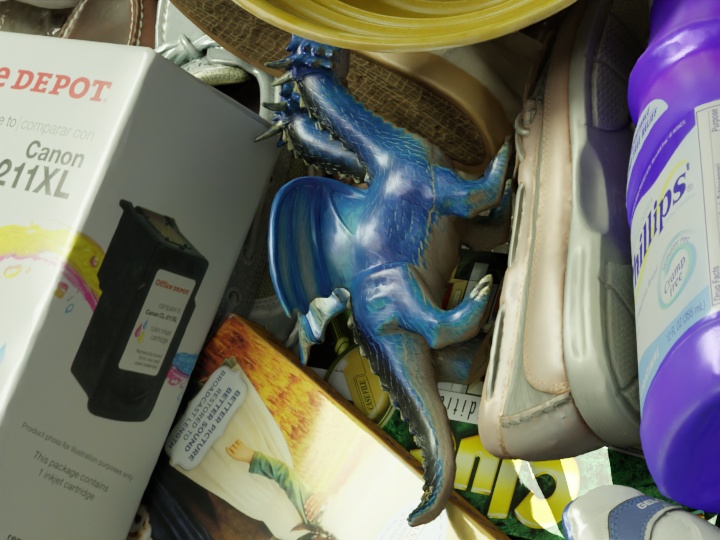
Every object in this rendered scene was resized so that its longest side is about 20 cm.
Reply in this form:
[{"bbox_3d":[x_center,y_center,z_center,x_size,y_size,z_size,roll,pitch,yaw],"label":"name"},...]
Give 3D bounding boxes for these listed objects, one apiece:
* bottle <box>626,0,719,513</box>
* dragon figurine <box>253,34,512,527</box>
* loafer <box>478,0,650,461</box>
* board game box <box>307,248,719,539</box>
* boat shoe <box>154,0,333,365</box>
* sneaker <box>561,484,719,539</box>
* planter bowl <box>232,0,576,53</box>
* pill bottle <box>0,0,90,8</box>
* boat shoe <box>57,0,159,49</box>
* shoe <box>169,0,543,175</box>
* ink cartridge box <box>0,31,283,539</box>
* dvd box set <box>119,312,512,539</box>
[{"bbox_3d":[0.120,-0.022,0.718,0.084,0.065,0.200,107,169,-50],"label":"bottle"},{"bbox_3d":[0.000,0.000,0.803,0.099,0.059,0.200,5,68,8],"label":"dragon figurine"},{"bbox_3d":[0.073,-0.024,0.787,0.063,0.072,0.200,-20,46,31],"label":"loafer"},{"bbox_3d":[0.059,0.046,0.821,0.200,0.023,0.105,7,77,41],"label":"board game box"},{"bbox_3d":[-0.056,-0.052,0.926,0.074,0.065,0.202,-24,58,29],"label":"boat shoe"},{"bbox_3d":[0.057,0.160,0.696,0.088,0.075,0.200,32,93,19],"label":"sneaker"},{"bbox_3d":[0.029,-0.153,0.813,0.200,0.083,0.201,-4,69,11],"label":"planter bowl"},{"bbox_3d":[-0.196,-0.191,1.068,0.200,0.113,0.113,22,85,43],"label":"pill bottle"},{"bbox_3d":[-0.129,-0.041,0.979,0.070,0.070,0.200,-6,65,43],"label":"boat shoe"},{"bbox_3d":[-0.014,-0.106,0.886,0.200,0.070,0.053,32,69,16],"label":"shoe"},{"bbox_3d":[-0.137,0.013,0.863,0.146,0.083,0.200,10,75,42],"label":"ink cartridge box"},{"bbox_3d":[-0.025,0.123,0.799,0.146,0.029,0.200,-54,49,3],"label":"dvd box set"}]
